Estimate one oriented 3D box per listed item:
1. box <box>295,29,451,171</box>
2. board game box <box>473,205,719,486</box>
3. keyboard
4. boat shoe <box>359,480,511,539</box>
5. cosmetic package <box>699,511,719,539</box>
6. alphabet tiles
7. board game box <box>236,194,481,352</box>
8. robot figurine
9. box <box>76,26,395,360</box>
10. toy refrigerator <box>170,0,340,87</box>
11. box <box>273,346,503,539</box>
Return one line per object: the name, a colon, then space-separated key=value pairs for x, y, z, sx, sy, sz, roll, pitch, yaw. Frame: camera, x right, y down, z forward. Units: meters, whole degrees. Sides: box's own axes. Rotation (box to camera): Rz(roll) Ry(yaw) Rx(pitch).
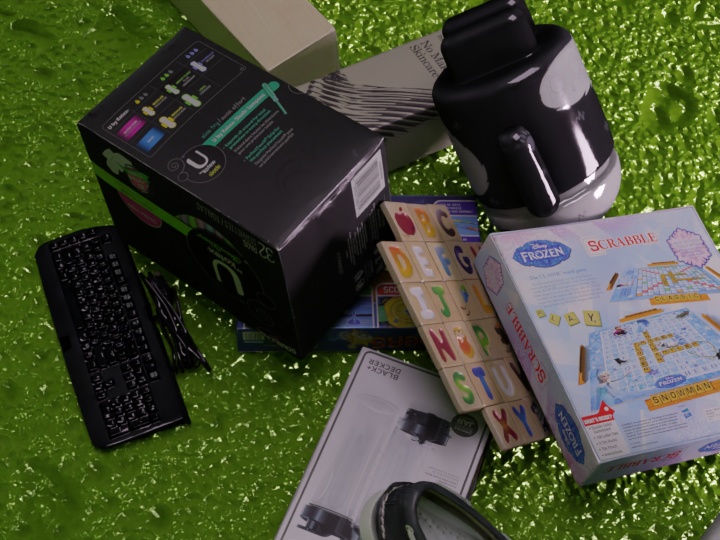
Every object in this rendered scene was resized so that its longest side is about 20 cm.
box: x=0.007 y=-0.130 z=1.177 sx=0.199 sy=0.069 sz=0.082 roll=-26 pitch=59 yaw=-19
board game box: x=0.213 y=0.050 z=1.042 sx=0.199 sy=0.041 sz=0.200 roll=-7 pitch=59 yaw=-25
keyboard: x=-0.186 y=0.037 z=1.068 sx=0.103 sy=0.040 sz=0.201 roll=-18 pitch=58 yaw=-14
boat shoe: x=0.085 y=0.214 z=0.894 sx=0.200 sy=0.060 sz=0.076 roll=40 pitch=54 yaw=-14
cosmetic package: x=0.276 y=0.204 z=0.874 sx=0.123 sy=0.200 sz=0.200 roll=34 pitch=60 yaw=19
alphabet tiles: x=0.082 y=0.037 z=1.012 sx=0.166 sy=0.006 sz=0.201 roll=-1 pitch=62 yaw=-59
board game box: x=0.000 y=0.000 z=1.104 sx=0.198 sy=0.035 sz=0.136 roll=0 pitch=54 yaw=-3
robot figurine: x=0.131 y=-0.117 z=1.101 sx=0.124 sy=0.201 sz=0.150 roll=2 pitch=37 yaw=49
box: x=-0.089 y=-0.060 z=1.029 sx=0.199 sy=0.149 sz=0.124 roll=31 pitch=63 yaw=25
toy refrigerator: x=-0.107 y=-0.239 z=1.250 sx=0.076 sy=0.070 sz=0.200 roll=-34 pitch=62 yaw=-16
box: x=0.016 y=0.166 z=0.974 sx=0.116 sy=0.060 sz=0.201 roll=18 pitch=56 yaw=9
